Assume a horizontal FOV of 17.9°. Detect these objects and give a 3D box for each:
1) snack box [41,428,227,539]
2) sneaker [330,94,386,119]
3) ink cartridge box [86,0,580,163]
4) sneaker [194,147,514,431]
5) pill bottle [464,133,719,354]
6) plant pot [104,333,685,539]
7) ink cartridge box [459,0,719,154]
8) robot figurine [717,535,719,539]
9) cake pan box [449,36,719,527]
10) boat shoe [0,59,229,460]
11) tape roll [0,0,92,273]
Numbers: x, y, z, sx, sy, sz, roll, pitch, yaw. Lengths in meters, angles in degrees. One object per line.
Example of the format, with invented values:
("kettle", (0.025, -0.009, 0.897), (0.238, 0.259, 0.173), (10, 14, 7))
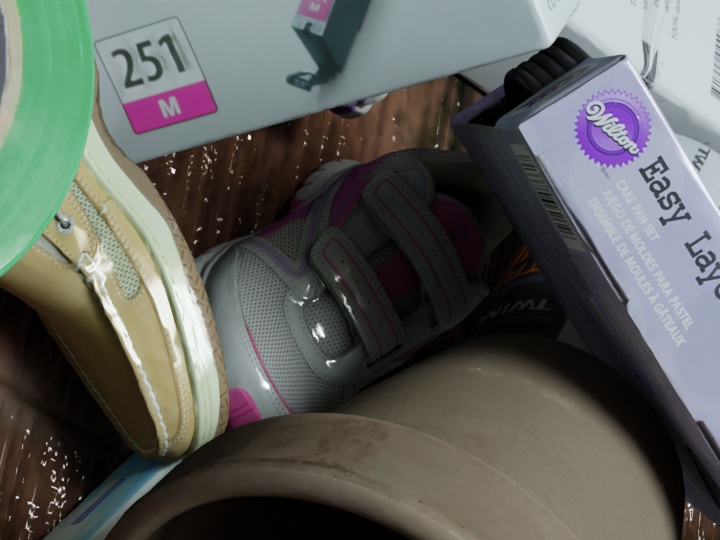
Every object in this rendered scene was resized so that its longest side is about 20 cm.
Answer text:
("snack box", (-0.046, 0.167, 0.854), (0.116, 0.037, 0.200), (-44, 110, -44))
("sneaker", (-0.042, -0.155, 0.953), (0.083, 0.081, 0.200), (-15, 79, -36))
("ink cartridge box", (-0.043, -0.141, 0.819), (0.174, 0.200, 0.044), (66, 31, -19))
("sneaker", (0.000, 0.000, 0.906), (0.081, 0.088, 0.200), (59, 35, -16))
("pill bottle", (0.105, 0.035, 1.013), (0.106, 0.106, 0.200), (53, 44, -22))
("plant pot", (0.030, 0.109, 0.788), (0.200, 0.200, 0.175), (61, 38, -15))
("ink cartridge box", (0.124, -0.138, 1.109), (0.200, 0.084, 0.145), (30, 57, -39))
("robot figurine", (0.208, 0.202, 1.069), (0.200, 0.113, 0.170), (7, 65, -47))
("cake pan box", (0.108, 0.010, 0.845), (0.052, 0.184, 0.200), (-33, 95, -3))
("boat shoe", (-0.118, -0.016, 0.820), (0.076, 0.072, 0.200), (-23, 83, -35))
("tape roll", (-0.184, -0.072, 0.723), (0.200, 0.048, 0.201), (11, 68, -29))
